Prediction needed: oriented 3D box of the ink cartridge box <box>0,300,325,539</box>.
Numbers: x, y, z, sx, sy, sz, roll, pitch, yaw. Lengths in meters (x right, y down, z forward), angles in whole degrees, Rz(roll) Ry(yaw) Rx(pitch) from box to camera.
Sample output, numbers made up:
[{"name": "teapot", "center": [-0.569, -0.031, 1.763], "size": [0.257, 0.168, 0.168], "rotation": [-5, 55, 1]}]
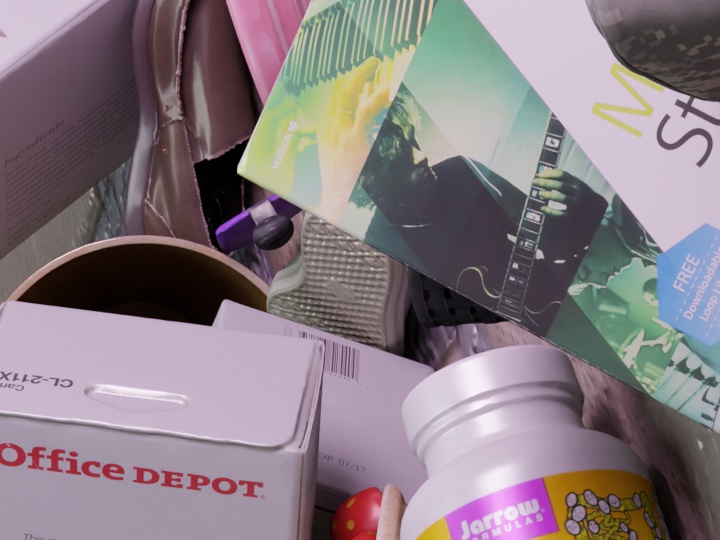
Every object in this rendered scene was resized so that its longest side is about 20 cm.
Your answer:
[{"name": "ink cartridge box", "center": [-0.093, 0.122, 1.204], "size": [0.083, 0.145, 0.201], "rotation": [-78, -6, -55]}]

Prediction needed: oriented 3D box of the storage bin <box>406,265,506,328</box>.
[{"name": "storage bin", "center": [0.066, -0.087, 0.976], "size": [0.135, 0.093, 0.201], "rotation": [-24, -70, -76]}]

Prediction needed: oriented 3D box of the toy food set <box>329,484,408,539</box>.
[{"name": "toy food set", "center": [-0.005, 0.190, 1.171], "size": [0.200, 0.048, 0.199], "rotation": [-81, -3, -56]}]

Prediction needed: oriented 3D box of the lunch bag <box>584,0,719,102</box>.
[{"name": "lunch bag", "center": [0.135, -0.163, 0.765], "size": [0.139, 0.167, 0.201], "rotation": [14, -117, -67]}]

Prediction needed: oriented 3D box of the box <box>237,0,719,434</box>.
[{"name": "box", "center": [0.075, -0.051, 0.880], "size": [0.200, 0.036, 0.145], "rotation": [28, 104, 16]}]

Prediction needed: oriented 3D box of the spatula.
[{"name": "spatula", "center": [-0.044, -0.023, 1.377], "size": [0.021, 0.056, 0.200], "rotation": [60, 178, -6]}]

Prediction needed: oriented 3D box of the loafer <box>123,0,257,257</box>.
[{"name": "loafer", "center": [-0.080, -0.094, 1.525], "size": [0.071, 0.073, 0.201], "rotation": [22, 122, 29]}]

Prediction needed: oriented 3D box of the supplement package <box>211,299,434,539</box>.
[{"name": "supplement package", "center": [-0.052, 0.135, 1.330], "size": [0.110, 0.113, 0.200], "rotation": [-87, 19, -53]}]

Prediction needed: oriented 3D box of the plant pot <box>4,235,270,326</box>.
[{"name": "plant pot", "center": [-0.123, 0.071, 1.550], "size": [0.200, 0.186, 0.187], "rotation": [-157, 61, -84]}]

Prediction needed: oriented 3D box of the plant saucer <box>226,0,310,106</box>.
[{"name": "plant saucer", "center": [-0.043, -0.160, 1.320], "size": [0.201, 0.051, 0.201], "rotation": [-17, -90, -87]}]

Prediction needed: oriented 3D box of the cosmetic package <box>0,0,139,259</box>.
[{"name": "cosmetic package", "center": [-0.207, -0.145, 1.577], "size": [0.167, 0.166, 0.200], "rotation": [43, 156, 16]}]

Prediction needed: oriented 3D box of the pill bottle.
[{"name": "pill bottle", "center": [0.076, 0.134, 1.086], "size": [0.104, 0.104, 0.201], "rotation": [116, 142, -57]}]

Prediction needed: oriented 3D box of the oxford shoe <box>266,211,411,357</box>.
[{"name": "oxford shoe", "center": [0.000, 0.000, 1.337], "size": [0.058, 0.075, 0.200], "rotation": [-56, -7, -25]}]
